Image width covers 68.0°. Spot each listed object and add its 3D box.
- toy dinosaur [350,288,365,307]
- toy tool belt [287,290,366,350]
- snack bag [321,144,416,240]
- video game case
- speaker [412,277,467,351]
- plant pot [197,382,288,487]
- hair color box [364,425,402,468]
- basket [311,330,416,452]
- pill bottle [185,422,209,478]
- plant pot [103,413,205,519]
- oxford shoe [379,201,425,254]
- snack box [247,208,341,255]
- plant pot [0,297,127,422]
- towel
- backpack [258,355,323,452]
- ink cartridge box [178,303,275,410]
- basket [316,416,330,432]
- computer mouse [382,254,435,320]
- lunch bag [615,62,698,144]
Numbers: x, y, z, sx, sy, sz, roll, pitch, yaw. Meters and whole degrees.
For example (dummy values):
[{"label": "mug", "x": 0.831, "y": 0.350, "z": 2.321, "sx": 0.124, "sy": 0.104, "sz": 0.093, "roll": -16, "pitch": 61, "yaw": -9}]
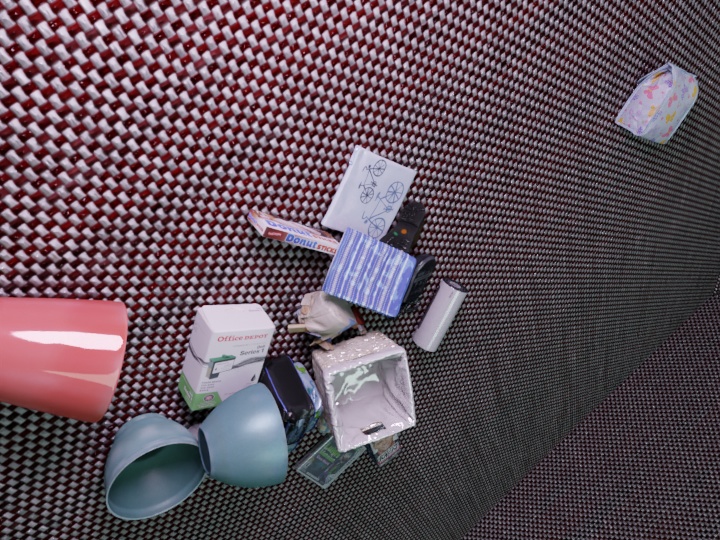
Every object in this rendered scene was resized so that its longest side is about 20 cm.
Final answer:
[{"label": "toy dinosaur", "x": 0.000, "y": 0.000, "z": 1.250, "sx": 0.200, "sy": 0.104, "sz": 0.184, "roll": -52, "pitch": 143, "yaw": -51}, {"label": "toy tool belt", "x": -0.079, "y": 0.119, "z": 1.224, "sx": 0.122, "sy": 0.126, "sz": 0.200, "roll": -32, "pitch": 156, "yaw": 11}, {"label": "snack bag", "x": 0.017, "y": -0.156, "z": 1.159, "sx": 0.199, "sy": 0.021, "sz": 0.190, "roll": 11, "pitch": 112, "yaw": -45}, {"label": "video game case", "x": -0.086, "y": 0.562, "z": 1.609, "sx": 0.182, "sy": 0.023, "sz": 0.201, "roll": -42, "pitch": 138, "yaw": -8}, {"label": "speaker", "x": 0.222, "y": 0.126, "z": 1.500, "sx": 0.081, "sy": 0.081, "sz": 0.202, "roll": 7, "pitch": 116, "yaw": -43}, {"label": "plant pot", "x": -0.243, "y": 0.338, "z": 1.056, "sx": 0.133, "sy": 0.200, "sz": 0.202, "roll": -8, "pitch": 125, "yaw": -31}, {"label": "hair color box", "x": 0.064, "y": 0.531, "z": 1.685, "sx": 0.099, "sy": 0.060, "sz": 0.201, "roll": -33, "pitch": 136, "yaw": -17}, {"label": "basket", "x": 0.001, "y": 0.266, "z": 1.226, "sx": 0.196, "sy": 0.161, "sz": 0.203, "roll": -15, "pitch": 109, "yaw": -18}, {"label": "pill bottle", "x": -0.312, "y": 0.427, "z": 1.247, "sx": 0.114, "sy": 0.113, "sz": 0.199, "roll": -52, "pitch": 139, "yaw": 5}, {"label": "plant pot", "x": -0.430, "y": 0.382, "z": 1.097, "sx": 0.198, "sy": 0.134, "sz": 0.202, "roll": -22, "pitch": 132, "yaw": -26}, {"label": "oxford shoe", "x": 0.092, "y": -0.058, "z": 1.235, "sx": 0.201, "sy": 0.072, "sz": 0.085, "roll": -51, "pitch": 156, "yaw": -20}, {"label": "snack box", "x": -0.126, "y": -0.073, "z": 1.060, "sx": 0.199, "sy": 0.072, "sz": 0.024, "roll": 14, "pitch": 113, "yaw": -45}, {"label": "plant pot", "x": -0.484, "y": 0.128, "z": 0.835, "sx": 0.176, "sy": 0.201, "sz": 0.202, "roll": 17, "pitch": 109, "yaw": -35}, {"label": "towel", "x": 0.025, "y": 0.010, "z": 1.137, "sx": 0.198, "sy": 0.024, "sz": 0.146, "roll": 22, "pitch": 90, "yaw": -33}, {"label": "backpack", "x": -0.185, "y": 0.319, "z": 1.224, "sx": 0.146, "sy": 0.184, "sz": 0.201, "roll": 0, "pitch": 131, "yaw": -43}, {"label": "ink cartridge box", "x": -0.278, "y": 0.177, "z": 1.108, "sx": 0.145, "sy": 0.084, "sz": 0.202, "roll": -1, "pitch": 122, "yaw": -41}, {"label": "basket", "x": -0.022, "y": 0.346, "z": 1.408, "sx": 0.198, "sy": 0.139, "sz": 0.178, "roll": 15, "pitch": 112, "yaw": -32}, {"label": "computer mouse", "x": 0.126, "y": 0.032, "z": 1.372, "sx": 0.138, "sy": 0.053, "sz": 0.202, "roll": -16, "pitch": 139, "yaw": -44}, {"label": "lunch bag", "x": 0.873, "y": -0.491, "z": 1.560, "sx": 0.168, "sy": 0.128, "sz": 0.201, "roll": -1, "pitch": 131, "yaw": -37}]
